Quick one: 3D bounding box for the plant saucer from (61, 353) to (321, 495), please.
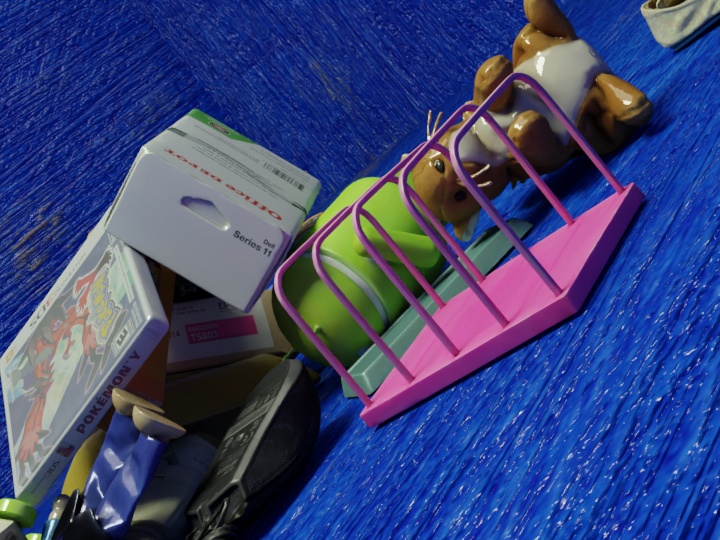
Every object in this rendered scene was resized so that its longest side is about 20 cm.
[{"bbox_3d":[-0.165,0.140,1.084,0.199,0.049,0.199,-15,-17,-49],"label":"plant saucer"}]

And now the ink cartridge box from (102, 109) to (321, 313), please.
[{"bbox_3d":[-0.123,-0.058,1.025,0.084,0.145,0.200,-58,4,17],"label":"ink cartridge box"}]

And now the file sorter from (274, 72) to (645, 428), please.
[{"bbox_3d":[0.057,-0.017,0.771,0.199,0.126,0.139,-36,8,43],"label":"file sorter"}]

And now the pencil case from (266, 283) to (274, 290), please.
[{"bbox_3d":[-0.111,0.067,1.429,0.199,0.079,0.086,-38,-22,34],"label":"pencil case"}]

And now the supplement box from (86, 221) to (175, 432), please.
[{"bbox_3d":[-0.208,0.038,1.020,0.068,0.066,0.202,-34,39,33],"label":"supplement box"}]

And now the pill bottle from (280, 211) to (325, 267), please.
[{"bbox_3d":[-0.024,-0.001,1.204,0.116,0.117,0.200,-41,7,3],"label":"pill bottle"}]

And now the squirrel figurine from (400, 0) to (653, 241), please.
[{"bbox_3d":[0.131,-0.111,0.995,0.186,0.142,0.200,-42,-9,6],"label":"squirrel figurine"}]

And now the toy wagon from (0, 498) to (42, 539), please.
[{"bbox_3d":[-0.275,0.247,0.846,0.201,0.039,0.157,81,-163,-55],"label":"toy wagon"}]

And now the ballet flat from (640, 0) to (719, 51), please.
[{"bbox_3d":[0.335,-0.270,1.065,0.199,0.062,0.068,-34,10,49],"label":"ballet flat"}]

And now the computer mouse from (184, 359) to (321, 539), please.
[{"bbox_3d":[-0.080,0.153,0.844,0.138,0.053,0.201,-36,19,50],"label":"computer mouse"}]

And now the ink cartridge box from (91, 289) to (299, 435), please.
[{"bbox_3d":[-0.180,0.095,1.170,0.197,0.076,0.165,-7,-24,-26],"label":"ink cartridge box"}]

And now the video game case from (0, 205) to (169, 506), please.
[{"bbox_3d":[-0.233,0.062,0.952,0.183,0.023,0.200,-52,33,11],"label":"video game case"}]

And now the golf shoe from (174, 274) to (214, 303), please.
[{"bbox_3d":[-0.153,0.001,1.194,0.077,0.096,0.200,-24,-22,15],"label":"golf shoe"}]

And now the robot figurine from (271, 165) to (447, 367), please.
[{"bbox_3d":[0.000,0.000,1.023,0.200,0.115,0.176,-50,1,-32],"label":"robot figurine"}]

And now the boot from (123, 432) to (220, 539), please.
[{"bbox_3d":[-0.202,0.230,0.958,0.199,0.072,0.155,-38,10,28],"label":"boot"}]

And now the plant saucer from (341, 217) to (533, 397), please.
[{"bbox_3d":[0.060,0.028,0.951,0.200,0.019,0.070,-45,7,-19],"label":"plant saucer"}]

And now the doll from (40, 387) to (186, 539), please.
[{"bbox_3d":[-0.199,0.189,0.844,0.136,0.048,0.202,23,85,54],"label":"doll"}]
